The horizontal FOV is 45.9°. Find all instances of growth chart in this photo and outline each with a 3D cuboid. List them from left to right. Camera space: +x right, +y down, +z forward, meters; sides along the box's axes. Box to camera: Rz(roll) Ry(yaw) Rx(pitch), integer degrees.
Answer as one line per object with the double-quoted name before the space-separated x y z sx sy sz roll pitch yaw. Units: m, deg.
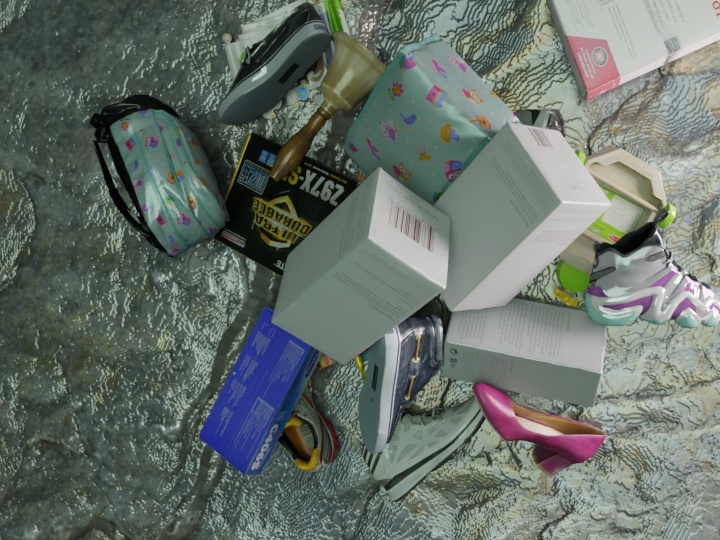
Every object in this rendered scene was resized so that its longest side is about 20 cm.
"growth chart" -0.100 -0.306 1.192 0.197 0.018 0.147 -24 88 14

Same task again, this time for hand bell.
"hand bell" -0.052 -0.199 1.115 0.103 0.104 0.201 37 89 8

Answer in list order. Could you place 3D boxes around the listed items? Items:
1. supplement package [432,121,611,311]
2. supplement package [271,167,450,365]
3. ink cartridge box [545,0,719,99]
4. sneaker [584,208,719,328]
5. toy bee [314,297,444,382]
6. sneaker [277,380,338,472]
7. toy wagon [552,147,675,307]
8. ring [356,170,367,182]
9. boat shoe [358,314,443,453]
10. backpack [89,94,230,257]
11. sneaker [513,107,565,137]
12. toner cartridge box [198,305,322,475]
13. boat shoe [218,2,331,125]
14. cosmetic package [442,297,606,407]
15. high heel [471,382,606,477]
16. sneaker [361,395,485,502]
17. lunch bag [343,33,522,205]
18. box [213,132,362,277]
"supplement package" 0.173 -0.060 1.021 0.200 0.120 0.121 -48 61 34
"supplement package" 0.000 0.000 1.005 0.116 0.119 0.199 31 133 -23
"ink cartridge box" 0.347 -0.324 1.057 0.196 0.083 0.149 -22 88 13
"sneaker" 0.378 -0.006 1.043 0.195 0.078 0.143 -2 107 -7
"toy bee" 0.003 0.082 1.144 0.200 0.109 0.131 -44 81 11
"sneaker" -0.099 0.187 1.184 0.077 0.082 0.202 -34 84 13
"toy wagon" 0.302 -0.052 1.085 0.153 0.040 0.203 26 100 -11
"ring" 0.089 -0.106 1.160 0.195 0.019 0.206 1 92 12
"boat shoe" 0.054 0.149 1.094 0.089 0.071 0.204 -6 124 -22
"backpack" -0.262 -0.124 1.148 0.125 0.167 0.203 -29 71 8
"sneaker" 0.213 -0.111 1.114 0.078 0.073 0.205 14 100 36
"toner cartridge box" -0.131 0.161 1.142 0.094 0.043 0.203 30 94 26
"boat shoe" -0.127 -0.280 1.151 0.199 0.073 0.069 -40 67 29
"cosmetic package" 0.210 0.097 1.093 0.195 0.102 0.072 11 135 12
"high heel" 0.229 0.187 1.087 0.095 0.068 0.200 -38 112 18
"sneaker" 0.078 0.210 1.149 0.200 0.076 0.116 -44 85 14
"lunch bag" 0.080 -0.165 1.086 0.171 0.122 0.201 46 131 7
"box" -0.096 -0.077 1.163 0.198 0.049 0.163 27 97 26
